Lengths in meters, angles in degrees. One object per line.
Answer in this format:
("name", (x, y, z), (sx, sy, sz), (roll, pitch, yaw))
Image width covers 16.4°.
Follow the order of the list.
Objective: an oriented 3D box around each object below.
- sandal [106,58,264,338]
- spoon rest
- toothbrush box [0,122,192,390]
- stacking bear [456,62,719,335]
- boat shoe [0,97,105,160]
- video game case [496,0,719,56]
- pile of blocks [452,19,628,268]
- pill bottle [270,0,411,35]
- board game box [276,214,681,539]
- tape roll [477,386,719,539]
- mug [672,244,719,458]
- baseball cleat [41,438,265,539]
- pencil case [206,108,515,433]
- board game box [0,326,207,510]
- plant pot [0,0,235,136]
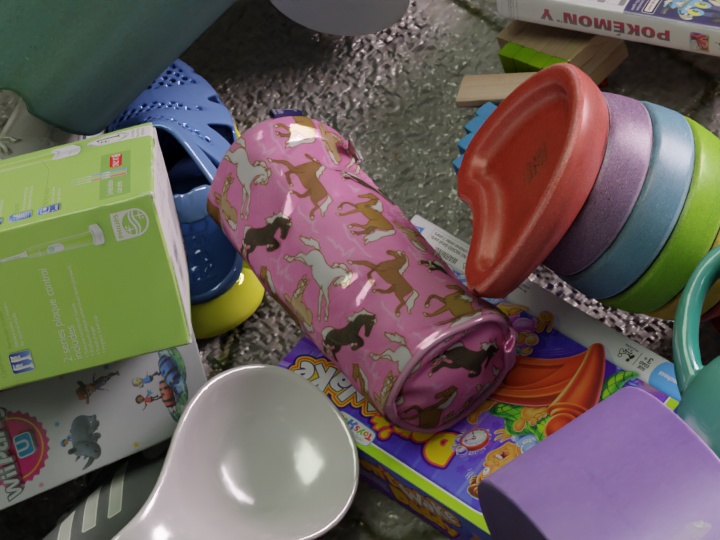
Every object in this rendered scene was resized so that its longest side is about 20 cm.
("sandal", (-0.106, -0.061, 1.452), (0.079, 0.087, 0.201), (-23, 51, 0))
("spoon rest", (-0.080, 0.122, 1.259), (0.200, 0.061, 0.099), (-39, 85, -30))
("toothbrush box", (-0.192, 0.001, 1.292), (0.199, 0.087, 0.146), (-13, 18, -2))
("stacking bear", (0.165, -0.019, 1.300), (0.199, 0.114, 0.122), (24, 36, -21))
("boat shoe", (-0.202, -0.049, 1.467), (0.071, 0.070, 0.201), (-23, 48, 39))
("video game case", (0.200, -0.190, 1.461), (0.181, 0.023, 0.200), (13, 40, 23))
("pile of blocks", (0.097, -0.071, 1.421), (0.082, 0.062, 0.201), (1, 47, 25))
("pill bottle", (0.002, -0.251, 1.539), (0.116, 0.117, 0.201), (1, 56, 16))
("board game box", (0.065, 0.071, 1.334), (0.200, 0.045, 0.135), (31, 68, 31))
("tape roll", (0.142, 0.159, 1.152), (0.085, 0.200, 0.200), (-32, 53, -9))
("mug", (0.215, 0.092, 1.214), (0.114, 0.152, 0.185), (-32, 40, -4))
("baseball cleat", (-0.135, 0.139, 1.324), (0.199, 0.070, 0.106), (-29, 40, -29))
("pencil case", (0.000, 0.000, 1.325), (0.087, 0.083, 0.200), (-52, 52, 16))
("board game box", (-0.199, 0.071, 1.330), (0.199, 0.065, 0.147), (-24, 21, -22))
("plant pot", (-0.144, -0.196, 1.413), (0.196, 0.200, 0.200), (-47, 52, 15))
